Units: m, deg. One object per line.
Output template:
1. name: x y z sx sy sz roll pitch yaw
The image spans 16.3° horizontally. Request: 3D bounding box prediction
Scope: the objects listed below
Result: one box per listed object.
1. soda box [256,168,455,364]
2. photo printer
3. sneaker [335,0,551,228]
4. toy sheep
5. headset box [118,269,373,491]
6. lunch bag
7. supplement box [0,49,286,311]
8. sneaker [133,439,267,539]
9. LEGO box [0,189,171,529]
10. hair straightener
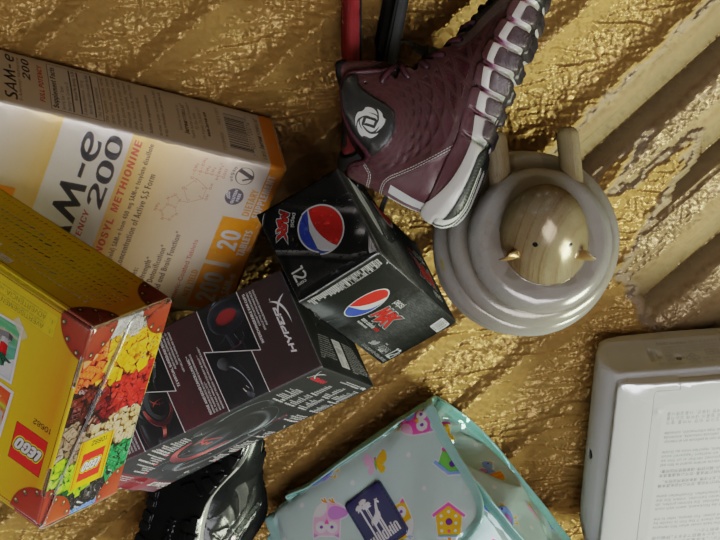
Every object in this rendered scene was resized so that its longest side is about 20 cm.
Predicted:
1. soda box: 0.000 0.000 1.675 0.063 0.071 0.200 -29 160 7
2. photo printer: 0.249 0.140 1.881 0.166 0.070 0.200 -5 124 -9
3. sneaker: 0.046 -0.137 1.616 0.115 0.076 0.200 21 83 9
4. toy sheep: 0.110 -0.020 1.695 0.138 0.200 0.138 1 82 -5
5. headset box: -0.108 0.082 1.694 0.200 0.075 0.149 -26 167 10
6. lunch bag: 0.050 0.208 1.855 0.170 0.122 0.200 -37 105 18
7. supplement box: -0.165 -0.055 1.659 0.200 0.074 0.126 12 120 -19
8. sneaker: -0.102 0.153 1.827 0.087 0.076 0.200 0 117 -54
9. LEGO box: -0.231 0.041 1.565 0.077 0.200 0.149 -23 138 -52
10. hair straightener: 0.024 -0.126 1.671 0.077 0.041 0.200 -4 118 -10
